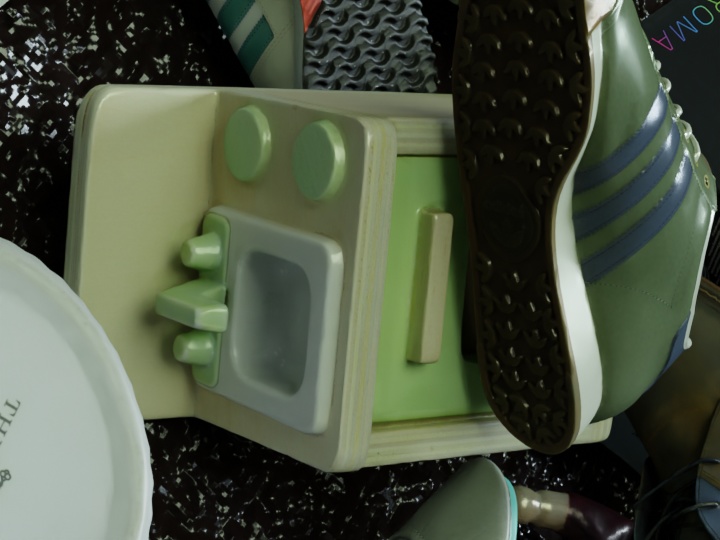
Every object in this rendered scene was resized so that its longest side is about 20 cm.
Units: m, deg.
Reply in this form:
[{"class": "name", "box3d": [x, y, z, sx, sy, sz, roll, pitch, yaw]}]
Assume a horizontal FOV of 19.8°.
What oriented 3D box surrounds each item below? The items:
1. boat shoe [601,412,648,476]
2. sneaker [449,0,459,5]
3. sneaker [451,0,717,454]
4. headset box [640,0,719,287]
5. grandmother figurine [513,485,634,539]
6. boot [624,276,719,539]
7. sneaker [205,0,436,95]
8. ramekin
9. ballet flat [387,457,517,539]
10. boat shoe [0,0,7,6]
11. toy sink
[{"class": "boat shoe", "box3d": [0.140, 0.043, 0.931, 0.199, 0.073, 0.068, 42, 49, -20]}, {"class": "sneaker", "box3d": [0.046, -0.166, 0.914, 0.199, 0.078, 0.086, 26, 104, -33]}, {"class": "sneaker", "box3d": [0.087, -0.040, 0.741, 0.089, 0.067, 0.202, -22, 119, -37]}, {"class": "headset box", "box3d": [0.218, -0.042, 0.883, 0.173, 0.093, 0.200, -33, 70, -19]}, {"class": "grandmother figurine", "box3d": [0.098, 0.148, 0.875, 0.199, 0.060, 0.123, -13, 91, -36]}, {"class": "boot", "box3d": [0.137, 0.075, 0.821, 0.200, 0.075, 0.097, 46, 40, 5]}, {"class": "sneaker", "box3d": [-0.033, -0.123, 0.862, 0.070, 0.093, 0.201, -34, 123, -23]}, {"class": "ramekin", "box3d": [-0.160, 0.072, 0.685, 0.201, 0.094, 0.204, 13, 67, -32]}, {"class": "ballet flat", "box3d": [0.005, 0.163, 0.763, 0.063, 0.067, 0.202, 17, 87, -25]}, {"class": "boat shoe", "box3d": [-0.119, -0.158, 0.762, 0.200, 0.073, 0.062, -43, 116, -4]}, {"class": "toy sink", "box3d": [0.000, 0.000, 0.789, 0.199, 0.112, 0.132, -1, 100, -37]}]
